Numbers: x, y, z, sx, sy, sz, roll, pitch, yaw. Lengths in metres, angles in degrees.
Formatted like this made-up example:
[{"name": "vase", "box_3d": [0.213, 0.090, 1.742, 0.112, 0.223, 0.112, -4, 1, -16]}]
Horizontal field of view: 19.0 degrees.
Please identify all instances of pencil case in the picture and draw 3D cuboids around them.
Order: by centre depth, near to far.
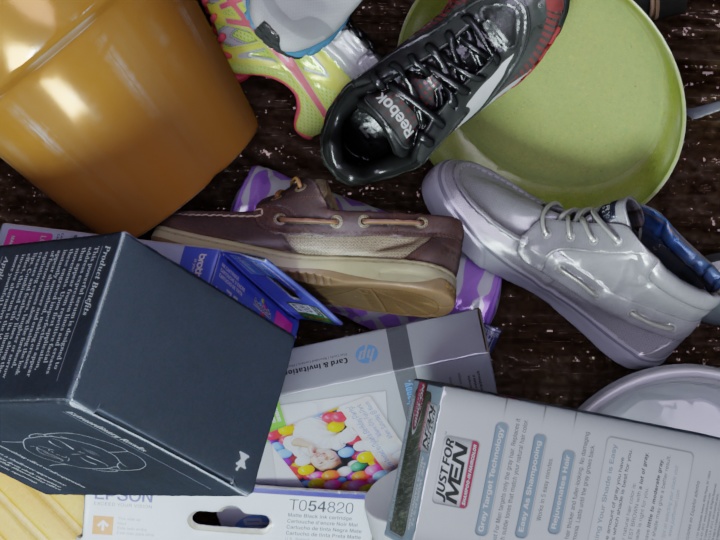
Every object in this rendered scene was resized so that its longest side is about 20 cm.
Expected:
[{"name": "pencil case", "box_3d": [0.000, 0.000, 1.424, 0.199, 0.084, 0.086, 22, 114, 1]}]

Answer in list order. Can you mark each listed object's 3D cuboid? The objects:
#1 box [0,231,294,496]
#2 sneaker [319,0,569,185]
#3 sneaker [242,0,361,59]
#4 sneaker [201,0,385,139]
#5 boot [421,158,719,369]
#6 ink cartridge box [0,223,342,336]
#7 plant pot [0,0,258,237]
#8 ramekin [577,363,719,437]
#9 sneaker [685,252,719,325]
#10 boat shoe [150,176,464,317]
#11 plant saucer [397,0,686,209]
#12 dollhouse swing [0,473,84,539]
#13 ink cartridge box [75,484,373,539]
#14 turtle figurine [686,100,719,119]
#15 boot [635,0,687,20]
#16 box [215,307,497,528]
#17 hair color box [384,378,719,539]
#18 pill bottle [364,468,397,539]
[{"name": "box", "box_3d": [-0.167, 0.061, 1.291, 0.148, 0.199, 0.108, 34, 64, -40]}, {"name": "sneaker", "box_3d": [0.049, -0.118, 1.335, 0.200, 0.098, 0.071, -38, 96, 24]}, {"name": "sneaker", "box_3d": [0.001, -0.216, 1.361, 0.075, 0.087, 0.200, 45, 60, -11]}, {"name": "sneaker", "box_3d": [-0.075, -0.167, 1.417, 0.200, 0.078, 0.090, 44, 99, 0]}, {"name": "boot", "box_3d": [0.141, -0.025, 1.383, 0.199, 0.074, 0.096, 35, 133, -7]}, {"name": "ink cartridge box", "box_3d": [-0.124, 0.017, 1.364, 0.199, 0.119, 0.042, 4, 69, 26]}, {"name": "plant pot", "box_3d": [-0.168, -0.124, 1.367, 0.200, 0.200, 0.184, -38, 103, 2]}, {"name": "ramekin", "box_3d": [0.208, 0.159, 1.416, 0.198, 0.105, 0.202, 0, 92, 0]}, {"name": "sneaker", "box_3d": [0.299, 0.059, 1.408, 0.198, 0.084, 0.122, 5, 62, -1]}, {"name": "boat shoe", "box_3d": [-0.032, -0.022, 1.353, 0.198, 0.072, 0.073, 8, 71, 15]}, {"name": "plant saucer", "box_3d": [0.119, -0.120, 1.395, 0.199, 0.031, 0.201, 14, 127, 19]}, {"name": "dollhouse swing", "box_3d": [-0.287, 0.169, 1.395, 0.200, 0.182, 0.176, -45, 72, 2]}, {"name": "ink cartridge box", "box_3d": [-0.093, 0.227, 1.424, 0.198, 0.041, 0.202, 5, 106, -8]}, {"name": "turtle figurine", "box_3d": [0.250, -0.163, 1.310, 0.199, 0.194, 0.145, -19, 104, -7]}, {"name": "boot", "box_3d": [0.130, -0.255, 1.407, 0.137, 0.077, 0.202, -11, 92, -1]}, {"name": "box", "box_3d": [-0.006, 0.105, 1.397, 0.198, 0.156, 0.041, -11, 49, 2]}, {"name": "hair color box", "box_3d": [0.123, 0.133, 1.306, 0.198, 0.061, 0.100, 12, 89, -17]}, {"name": "pill bottle", "box_3d": [0.065, 0.229, 1.391, 0.112, 0.113, 0.201, -15, 111, 1]}]
